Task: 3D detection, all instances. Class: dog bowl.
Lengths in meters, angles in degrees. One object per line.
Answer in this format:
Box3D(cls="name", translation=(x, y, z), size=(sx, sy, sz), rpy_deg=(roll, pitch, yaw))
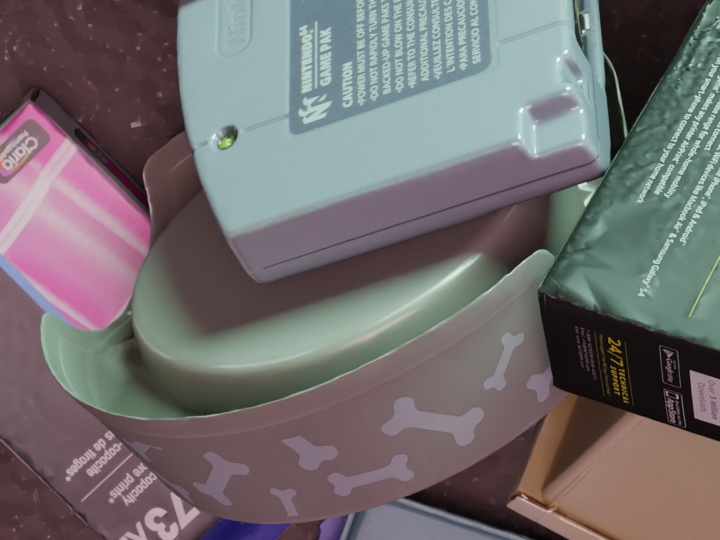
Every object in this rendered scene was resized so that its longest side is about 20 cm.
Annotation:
Box3D(cls="dog bowl", translation=(0.000, 0.000, 0.897), size=(0.200, 0.200, 0.059), rpy_deg=(-25, 120, 5))

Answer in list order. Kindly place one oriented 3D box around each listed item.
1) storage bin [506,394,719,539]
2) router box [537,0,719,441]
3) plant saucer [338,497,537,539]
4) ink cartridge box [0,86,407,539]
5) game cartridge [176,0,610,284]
Box3D(cls="storage bin", translation=(0.182, 0.025, 0.920), size=(0.200, 0.094, 0.199), rpy_deg=(28, 57, -6))
Box3D(cls="router box", translation=(0.160, -0.033, 0.820), size=(0.149, 0.200, 0.051), rpy_deg=(18, 148, 24))
Box3D(cls="plant saucer", translation=(0.082, 0.135, 1.023), size=(0.200, 0.019, 0.070), rpy_deg=(19, 103, -7))
Box3D(cls="ink cartridge box", translation=(-0.077, 0.039, 0.999), size=(0.095, 0.037, 0.200), rpy_deg=(-43, 101, 8))
Box3D(cls="game cartridge", translation=(0.007, -0.088, 0.889), size=(0.133, 0.200, 0.041), rpy_deg=(-14, 138, 16))
